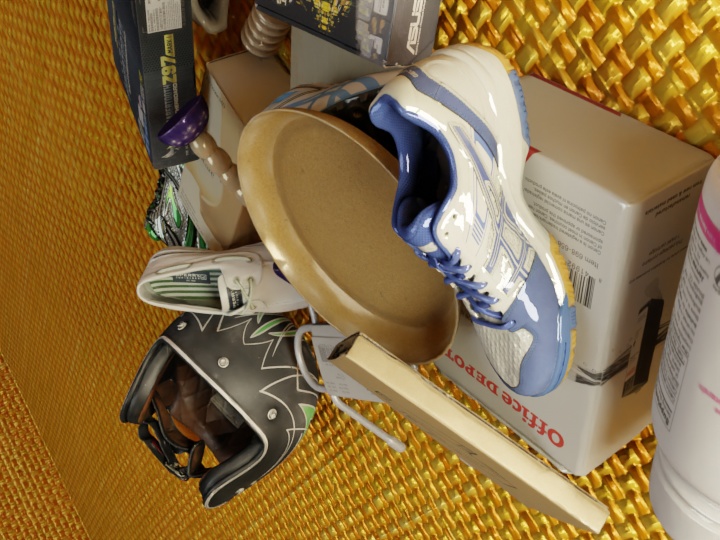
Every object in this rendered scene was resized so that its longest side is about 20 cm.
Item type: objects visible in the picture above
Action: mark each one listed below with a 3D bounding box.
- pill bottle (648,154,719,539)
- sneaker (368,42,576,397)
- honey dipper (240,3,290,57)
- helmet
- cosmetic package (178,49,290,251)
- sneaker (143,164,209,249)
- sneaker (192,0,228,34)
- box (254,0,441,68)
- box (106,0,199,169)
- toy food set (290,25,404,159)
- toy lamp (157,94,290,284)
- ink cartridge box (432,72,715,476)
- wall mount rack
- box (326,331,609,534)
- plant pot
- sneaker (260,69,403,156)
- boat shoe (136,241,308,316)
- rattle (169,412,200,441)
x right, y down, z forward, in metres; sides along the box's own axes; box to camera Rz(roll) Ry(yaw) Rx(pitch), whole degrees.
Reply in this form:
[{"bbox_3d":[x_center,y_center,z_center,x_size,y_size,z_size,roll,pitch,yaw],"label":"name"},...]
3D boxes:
[{"bbox_3d":[0.207,0.048,0.478,0.113,0.112,0.203,37,140,40],"label":"pill bottle"},{"bbox_3d":[0.056,-0.017,0.537,0.075,0.087,0.204,-4,107,55],"label":"sneaker"},{"bbox_3d":[-0.048,-0.242,0.773,0.038,0.038,0.200,60,146,10],"label":"honey dipper"},{"bbox_3d":[-0.133,0.121,1.002,0.200,0.199,0.192,47,109,29],"label":"helmet"},{"bbox_3d":[-0.112,-0.103,0.931,0.106,0.070,0.201,55,149,20],"label":"cosmetic package"},{"bbox_3d":[-0.203,-0.076,1.063,0.078,0.083,0.204,-114,13,-70],"label":"sneaker"},{"bbox_3d":[-0.129,-0.298,0.829,0.091,0.074,0.201,55,157,22],"label":"sneaker"},{"bbox_3d":[-0.002,-0.253,0.635,0.160,0.048,0.204,34,124,41],"label":"box"},{"bbox_3d":[-0.191,-0.218,0.869,0.202,0.050,0.159,100,151,-51],"label":"box"},{"bbox_3d":[0.008,-0.125,0.749,0.143,0.060,0.204,32,127,45],"label":"toy food set"},{"bbox_3d":[-0.089,-0.056,0.832,0.201,0.058,0.058,50,155,-21],"label":"toy lamp"},{"bbox_3d":[0.122,0.003,0.612,0.144,0.083,0.203,36,138,40],"label":"ink cartridge box"},{"bbox_3d":[0.022,0.097,0.859,0.199,0.073,0.178,-3,104,59],"label":"wall mount rack"},{"bbox_3d":[0.065,0.112,0.689,0.198,0.021,0.163,35,170,-1],"label":"box"},{"bbox_3d":[-0.005,-0.025,0.652,0.198,0.027,0.202,34,147,26],"label":"plant pot"},{"bbox_3d":[-0.020,-0.109,0.688,0.198,0.071,0.074,-13,58,48],"label":"sneaker"},{"bbox_3d":[-0.116,0.017,0.920,0.195,0.067,0.075,-3,116,15],"label":"boat shoe"},{"bbox_3d":[-0.214,0.172,1.231,0.198,0.143,0.132,10,138,49],"label":"rattle"}]
